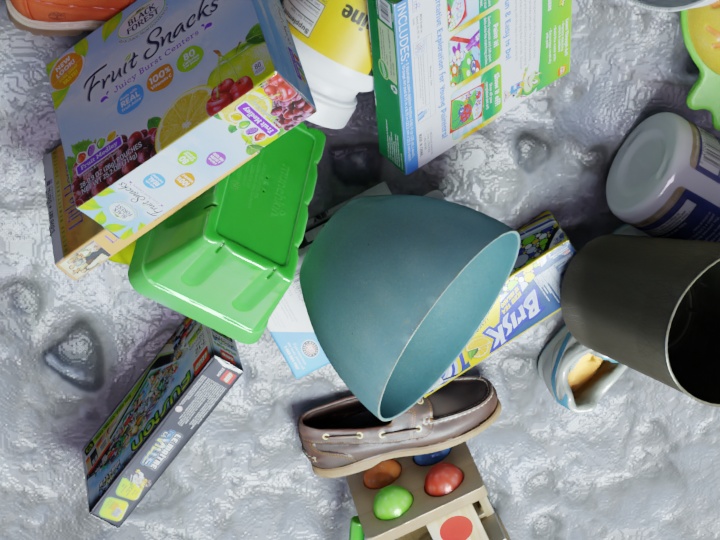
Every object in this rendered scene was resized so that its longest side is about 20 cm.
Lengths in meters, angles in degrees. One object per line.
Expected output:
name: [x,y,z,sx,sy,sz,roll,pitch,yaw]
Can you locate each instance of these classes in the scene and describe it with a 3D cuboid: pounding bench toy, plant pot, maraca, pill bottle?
pounding bench toy: [0.039,0.266,1.866,0.200,0.124,0.156,-25,119,1]
plant pot: [0.027,0.011,1.635,0.135,0.200,0.200,36,109,15]
maraca: [0.354,-0.220,1.693,0.137,0.107,0.200,-3,118,-3]
pill bottle: [-0.004,-0.227,1.607,0.112,0.112,0.200,21,111,-22]
pill bottle: [0.340,-0.059,1.772,0.200,0.111,0.111,27,109,-23]

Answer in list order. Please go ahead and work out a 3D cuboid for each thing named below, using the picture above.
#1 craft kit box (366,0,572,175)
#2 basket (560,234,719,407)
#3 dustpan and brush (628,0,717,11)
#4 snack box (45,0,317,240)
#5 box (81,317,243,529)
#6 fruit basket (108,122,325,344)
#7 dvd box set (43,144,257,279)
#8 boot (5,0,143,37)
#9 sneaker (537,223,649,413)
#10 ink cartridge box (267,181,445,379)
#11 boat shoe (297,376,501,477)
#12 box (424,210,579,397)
craft kit box: [0.097,-0.206,1.603,0.197,0.049,0.200,-30,143,-21]
basket: [0.281,0.034,1.685,0.180,0.200,0.136,-19,106,-27]
dustpan and brush: [0.303,-0.263,1.607,0.057,0.200,0.140,4,122,-52]
snack box: [-0.148,-0.147,1.511,0.200,0.169,0.068,-31,140,16]
box: [-0.187,0.133,1.756,0.035,0.110,0.200,32,106,-25]
fruit basket: [-0.141,-0.042,1.652,0.155,0.216,0.216,27,108,-23]
dvd box set: [-0.182,-0.098,1.593,0.200,0.146,0.029,-33,132,17]
boot: [-0.194,-0.244,1.552,0.200,0.075,0.107,-7,161,-11]
sneaker: [0.247,0.047,1.824,0.076,0.081,0.200,19,109,-19]
ink cartridge box: [0.000,0.000,1.751,0.200,0.068,0.116,-26,118,2]
boat shoe: [0.037,0.143,1.832,0.200,0.070,0.070,-19,123,-2]
box: [0.121,0.032,1.794,0.200,0.070,0.064,-33,118,5]
